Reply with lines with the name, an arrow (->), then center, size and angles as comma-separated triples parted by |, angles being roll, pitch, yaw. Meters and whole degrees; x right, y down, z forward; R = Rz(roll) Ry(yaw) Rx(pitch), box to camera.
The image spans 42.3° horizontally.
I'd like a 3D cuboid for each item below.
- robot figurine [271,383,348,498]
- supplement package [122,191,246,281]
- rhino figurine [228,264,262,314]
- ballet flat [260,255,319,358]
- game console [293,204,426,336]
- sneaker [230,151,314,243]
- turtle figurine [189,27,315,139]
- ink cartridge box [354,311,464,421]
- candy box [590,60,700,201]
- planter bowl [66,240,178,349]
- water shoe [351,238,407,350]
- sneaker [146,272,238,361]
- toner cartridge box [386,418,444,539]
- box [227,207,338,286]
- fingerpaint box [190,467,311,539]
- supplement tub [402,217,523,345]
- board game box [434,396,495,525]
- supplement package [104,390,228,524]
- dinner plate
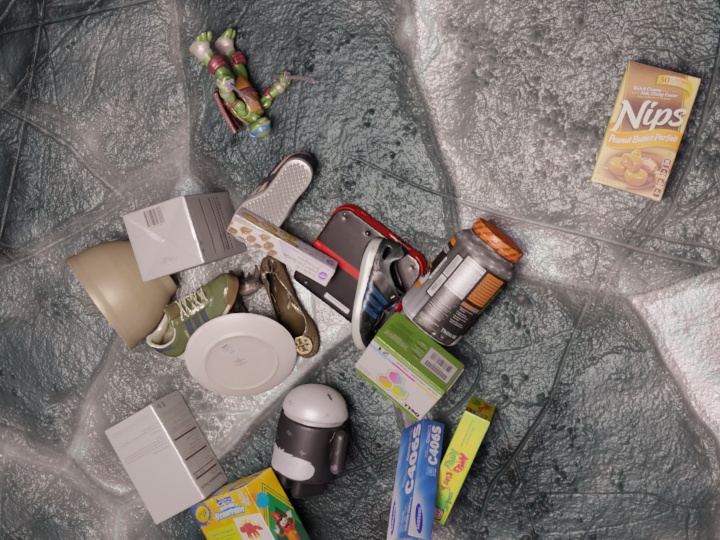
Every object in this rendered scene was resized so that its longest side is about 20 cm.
robot figurine -> -0.088, 0.301, 1.659 | 0.150, 0.125, 0.200 | 12, 99, 8
supplement package -> -0.303, -0.064, 1.629 | 0.121, 0.200, 0.120 | -17, 92, 15
rhino figurine -> -0.239, 0.073, 1.699 | 0.087, 0.060, 0.200 | 36, 105, 26
ballet flat -> -0.133, 0.067, 1.680 | 0.067, 0.046, 0.200 | -21, 91, 16
game console -> 0.000, 0.000, 1.652 | 0.200, 0.031, 0.177 | 37, 110, 9
sneaker -> -0.149, -0.130, 1.648 | 0.078, 0.079, 0.200 | 43, 114, -12
turtle figurine -> -0.191, -0.341, 1.602 | 0.144, 0.200, 0.194 | -33, 82, -19
ink cartridge box -> 0.064, 0.187, 1.581 | 0.148, 0.076, 0.200 | 39, 138, 7
candy box -> 0.455, -0.222, 1.491 | 0.115, 0.055, 0.200 | 18, 101, 12
planter bowl -> -0.418, 0.024, 1.689 | 0.135, 0.200, 0.200 | -35, 87, -11
water shoe -> 0.034, 0.047, 1.596 | 0.079, 0.072, 0.200 | 11, 104, 14
sneaker -> -0.304, 0.079, 1.651 | 0.200, 0.090, 0.067 | -50, 44, 21
toner cartridge box -> 0.094, 0.361, 1.580 | 0.043, 0.095, 0.200 | 18, 61, -14
box -> -0.135, -0.042, 1.623 | 0.200, 0.041, 0.039 | 30, 117, -4
fingerpaint box -> -0.199, 0.465, 1.691 | 0.200, 0.073, 0.167 | -31, 88, 44
supplement tub -> 0.173, 0.017, 1.557 | 0.123, 0.123, 0.200 | 41, 104, 7
board game box -> 0.169, 0.326, 1.605 | 0.048, 0.102, 0.200 | 24, 102, 9
supplement package -> -0.360, 0.346, 1.735 | 0.117, 0.117, 0.200 | -30, 88, 15
dinner plate -> -0.214, 0.159, 1.667 | 0.200, 0.024, 0.200 | -4, 125, -5
